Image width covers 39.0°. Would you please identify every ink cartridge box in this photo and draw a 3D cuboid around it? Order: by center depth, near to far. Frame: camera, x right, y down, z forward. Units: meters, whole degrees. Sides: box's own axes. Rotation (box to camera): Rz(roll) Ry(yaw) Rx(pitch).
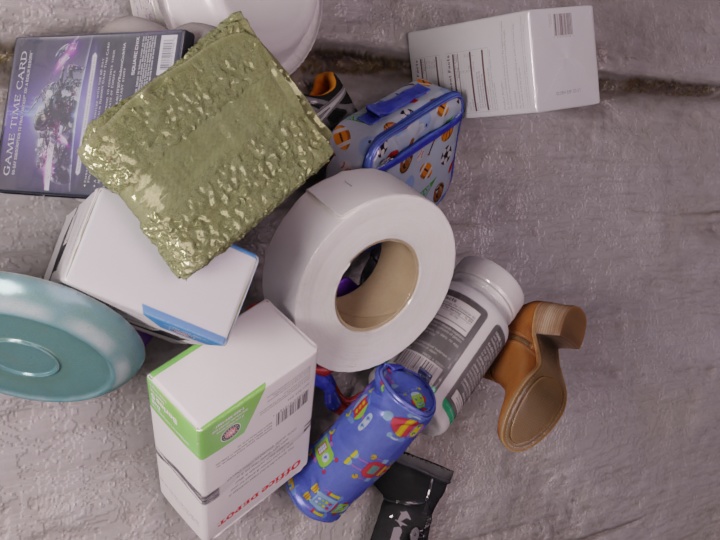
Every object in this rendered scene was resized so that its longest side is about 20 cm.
[{"bbox_3d":[-0.194,0.004,0.899,0.144,0.200,0.085,23,78,-20],"label":"ink cartridge box"},{"bbox_3d":[-0.123,0.150,0.995,0.145,0.084,0.201,-33,149,-32],"label":"ink cartridge box"}]

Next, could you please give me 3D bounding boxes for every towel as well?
[{"bbox_3d":[-0.117,-0.102,0.820,0.149,0.036,0.200,52,57,-15],"label":"towel"}]

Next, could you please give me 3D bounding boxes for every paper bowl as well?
[{"bbox_3d":[-0.123,-0.283,1.018,0.199,0.104,0.204,-2,93,-37],"label":"paper bowl"}]

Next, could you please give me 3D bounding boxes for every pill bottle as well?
[{"bbox_3d":[0.107,0.086,1.214,0.201,0.112,0.113,-51,120,-24],"label":"pill bottle"}]

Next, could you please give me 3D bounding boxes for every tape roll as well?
[{"bbox_3d":[0.000,0.000,1.042,0.201,0.071,0.205,-20,128,-27],"label":"tape roll"}]

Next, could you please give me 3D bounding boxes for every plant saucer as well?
[{"bbox_3d":[-0.282,0.065,0.855,0.199,0.199,0.028,33,48,-34],"label":"plant saucer"}]

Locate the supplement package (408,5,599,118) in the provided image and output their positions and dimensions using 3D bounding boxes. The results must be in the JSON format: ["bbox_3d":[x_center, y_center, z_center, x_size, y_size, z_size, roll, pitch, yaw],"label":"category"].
[{"bbox_3d":[0.163,-0.237,1.184,0.113,0.199,0.111,-14,102,-37],"label":"supplement package"}]

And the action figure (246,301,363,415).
[{"bbox_3d":[-0.056,0.099,1.119,0.051,0.066,0.200,-37,123,16],"label":"action figure"}]

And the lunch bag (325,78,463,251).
[{"bbox_3d":[0.036,-0.121,1.127,0.200,0.075,0.162,-37,147,-42],"label":"lunch bag"}]

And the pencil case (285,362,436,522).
[{"bbox_3d":[-0.001,0.183,1.102,0.078,0.087,0.200,13,125,-44],"label":"pencil case"}]

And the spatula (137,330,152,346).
[{"bbox_3d":[-0.189,0.007,1.034,0.200,0.020,0.057,-49,117,-26],"label":"spatula"}]

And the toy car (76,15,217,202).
[{"bbox_3d":[-0.168,-0.130,0.942,0.149,0.198,0.177,14,90,-57],"label":"toy car"}]

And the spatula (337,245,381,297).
[{"bbox_3d":[0.013,-0.003,1.170,0.057,0.020,0.201,47,53,-20],"label":"spatula"}]

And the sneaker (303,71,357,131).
[{"bbox_3d":[-0.079,-0.148,1.082,0.200,0.078,0.078,-37,114,-42],"label":"sneaker"}]

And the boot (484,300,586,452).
[{"bbox_3d":[0.181,0.125,1.250,0.076,0.155,0.202,33,69,-29],"label":"boot"}]

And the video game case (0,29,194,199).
[{"bbox_3d":[-0.235,-0.134,0.881,0.019,0.198,0.145,14,82,-59],"label":"video game case"}]

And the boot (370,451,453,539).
[{"bbox_3d":[0.021,0.311,1.198,0.164,0.065,0.202,27,81,-34],"label":"boot"}]
